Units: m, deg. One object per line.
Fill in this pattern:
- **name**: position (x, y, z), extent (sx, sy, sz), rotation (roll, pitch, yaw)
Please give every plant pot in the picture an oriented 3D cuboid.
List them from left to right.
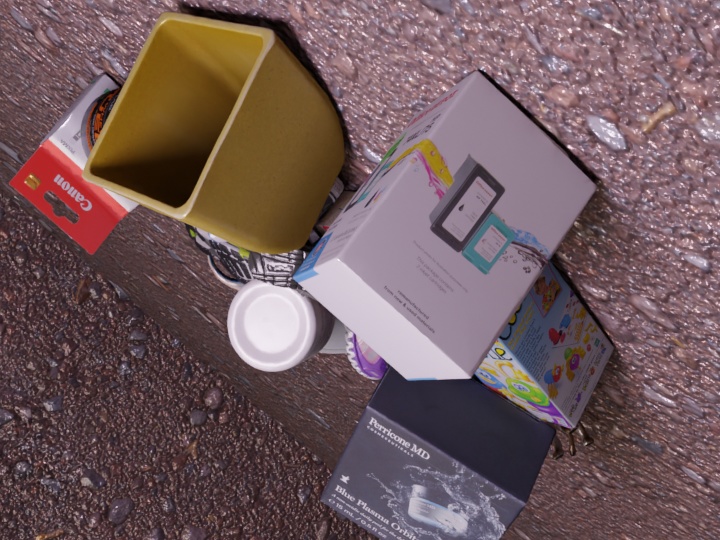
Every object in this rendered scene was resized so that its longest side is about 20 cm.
- **plant pot**: position (-0.129, -0.125, 1.089), extent (0.192, 0.198, 0.199), rotation (21, 173, 42)

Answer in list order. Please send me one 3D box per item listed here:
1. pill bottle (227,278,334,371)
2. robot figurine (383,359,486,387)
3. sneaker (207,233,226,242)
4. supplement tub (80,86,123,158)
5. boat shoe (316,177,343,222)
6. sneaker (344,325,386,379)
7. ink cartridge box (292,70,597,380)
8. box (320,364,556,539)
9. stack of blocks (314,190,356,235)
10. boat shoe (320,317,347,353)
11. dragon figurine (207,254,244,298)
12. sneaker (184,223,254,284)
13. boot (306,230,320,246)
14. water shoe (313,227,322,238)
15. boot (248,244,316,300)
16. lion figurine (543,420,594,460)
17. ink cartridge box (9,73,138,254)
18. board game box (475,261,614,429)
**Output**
- **pill bottle**: position (-0.092, 0.062, 1.335), extent (0.113, 0.115, 0.200), rotation (34, -174, 7)
- **robot figurine**: position (0.096, 0.115, 1.245), extent (0.148, 0.125, 0.203), rotation (-19, 103, 34)
- **sneaker**: position (-0.183, -0.095, 1.384), extent (0.074, 0.082, 0.200), rotation (48, -179, -23)
- **supplement tub**: position (-0.281, -0.180, 1.345), extent (0.122, 0.123, 0.199), rotation (44, 161, -25)
- **boat shoe**: position (-0.094, -0.095, 1.273), extent (0.072, 0.071, 0.199), rotation (42, 166, -23)
- **sneaker**: position (0.025, 0.074, 1.435), extent (0.087, 0.081, 0.203), rotation (8, 131, 33)
- **ink cartridge box**: position (0.069, -0.032, 0.884), extent (0.146, 0.201, 0.146), rotation (40, 163, -10)
- **box**: position (0.082, 0.218, 1.158), extent (0.194, 0.118, 0.202), rotation (30, 135, 7)
- **stack of blocks**: position (0.037, -0.023, 1.172), extent (0.116, 0.059, 0.199), rotation (50, 166, -21)
- **boat shoe**: position (-0.025, 0.090, 1.542), extent (0.196, 0.077, 0.060), rotation (17, 180, -3)
- **dragon figurine**: position (-0.127, 0.033, 1.485), extent (0.200, 0.099, 0.059), rotation (45, 166, 18)
- **sneaker**: position (-0.169, -0.049, 1.431), extent (0.199, 0.081, 0.075), rotation (36, 157, 41)
- **boot**: position (-0.077, -0.019, 1.477), extent (0.164, 0.066, 0.200), rotation (38, 159, -9)
- **water shoe**: position (0.000, 0.000, 1.325), extent (0.199, 0.079, 0.071), rotation (39, 163, -6)
- **boot**: position (-0.030, 0.006, 1.209), extent (0.197, 0.069, 0.131), rotation (24, -172, 7)
- **lion figurine**: position (0.230, 0.166, 1.310), extent (0.124, 0.072, 0.200), rotation (60, -178, 27)
- **ink cartridge box**: position (-0.370, -0.149, 1.474), extent (0.161, 0.201, 0.050), rotation (44, 161, -27)
- **board game box**: position (0.163, 0.060, 1.083), extent (0.102, 0.106, 0.200), rotation (12, 153, 47)
